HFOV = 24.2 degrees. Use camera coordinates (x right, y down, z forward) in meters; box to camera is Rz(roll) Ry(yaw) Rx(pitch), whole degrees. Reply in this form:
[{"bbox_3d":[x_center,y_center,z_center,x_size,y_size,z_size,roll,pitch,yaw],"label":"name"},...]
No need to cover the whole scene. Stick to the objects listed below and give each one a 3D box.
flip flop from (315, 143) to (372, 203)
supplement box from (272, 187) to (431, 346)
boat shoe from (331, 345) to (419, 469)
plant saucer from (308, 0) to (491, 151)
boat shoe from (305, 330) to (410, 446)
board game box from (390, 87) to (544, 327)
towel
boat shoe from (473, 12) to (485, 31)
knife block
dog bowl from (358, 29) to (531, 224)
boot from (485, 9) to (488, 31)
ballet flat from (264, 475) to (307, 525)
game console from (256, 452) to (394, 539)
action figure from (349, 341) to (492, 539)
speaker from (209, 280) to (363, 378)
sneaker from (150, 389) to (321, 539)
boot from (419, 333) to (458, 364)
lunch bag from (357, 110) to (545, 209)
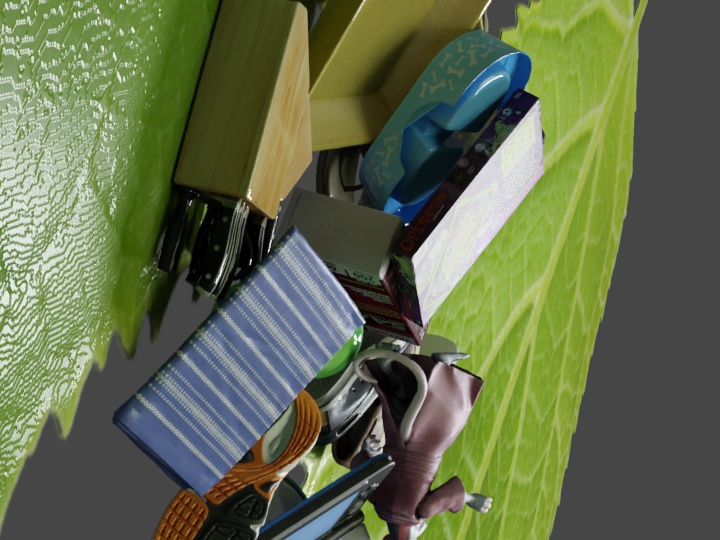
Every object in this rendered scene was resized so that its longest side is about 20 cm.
[{"bbox_3d":[0.009,-0.130,1.561,0.202,0.057,0.081,-71,164,7],"label":"flip flop"},{"bbox_3d":[0.000,0.000,1.550,0.200,0.108,0.061,57,52,-66],"label":"supplement box"},{"bbox_3d":[0.009,0.105,1.722,0.072,0.071,0.202,27,80,-70],"label":"boat shoe"},{"bbox_3d":[0.016,-0.195,1.422,0.199,0.048,0.201,-14,142,-53],"label":"plant saucer"},{"bbox_3d":[-0.001,0.100,1.646,0.200,0.074,0.063,-44,125,-43],"label":"boat shoe"},{"bbox_3d":[0.099,-0.056,1.510,0.200,0.032,0.120,-51,151,-22],"label":"board game box"},{"bbox_3d":[-0.092,0.073,1.294,0.200,0.024,0.145,-47,143,-8],"label":"towel"},{"bbox_3d":[0.106,-0.299,1.536,0.074,0.066,0.202,46,56,-77],"label":"boat shoe"},{"bbox_3d":[-0.098,-0.084,1.259,0.176,0.063,0.202,-57,154,-49],"label":"knife block"},{"bbox_3d":[0.072,-0.130,1.509,0.201,0.050,0.111,-53,157,21],"label":"dog bowl"},{"bbox_3d":[0.101,-0.312,1.717,0.200,0.072,0.184,20,73,-75],"label":"boot"},{"bbox_3d":[-0.070,0.257,1.598,0.201,0.069,0.070,74,33,-58],"label":"ballet flat"},{"bbox_3d":[-0.039,0.280,1.475,0.199,0.119,0.171,-29,163,-36],"label":"game console"},{"bbox_3d":[0.053,0.173,1.550,0.149,0.133,0.202,5,94,-77],"label":"action figure"},{"bbox_3d":[-0.060,0.050,1.438,0.200,0.088,0.089,11,92,-73],"label":"speaker"},{"bbox_3d":[-0.109,0.187,1.404,0.200,0.076,0.092,-48,-178,-31],"label":"sneaker"},{"bbox_3d":[0.044,0.140,1.873,0.200,0.072,0.091,-29,137,-57],"label":"boot"},{"bbox_3d":[0.079,-0.070,1.708,0.200,0.138,0.169,-52,166,-49],"label":"lunch bag"}]
